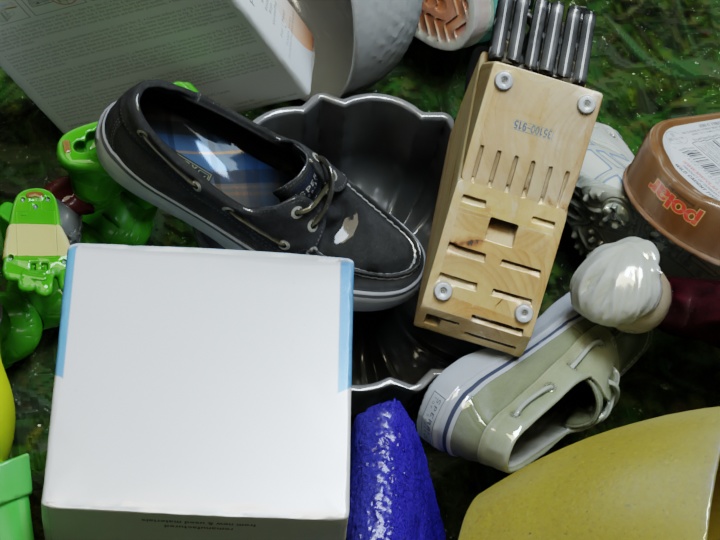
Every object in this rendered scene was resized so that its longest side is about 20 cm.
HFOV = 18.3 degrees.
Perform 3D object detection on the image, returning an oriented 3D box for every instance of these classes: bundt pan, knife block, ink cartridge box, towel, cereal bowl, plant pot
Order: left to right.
[{"bbox_3d":[-0.139,-0.153,1.269,0.161,0.200,0.050,-12,53,21],"label":"ink cartridge box"},{"bbox_3d":[-0.080,0.104,1.144,0.145,0.201,0.148,3,58,-3],"label":"ink cartridge box"},{"bbox_3d":[-0.021,-0.206,1.350,0.083,0.201,0.201,-22,63,-24],"label":"cereal bowl"},{"bbox_3d":[0.000,0.000,1.294,0.200,0.076,0.203,3,57,-5],"label":"bundt pan"},{"bbox_3d":[0.020,0.186,1.139,0.049,0.148,0.201,-1,57,3],"label":"towel"},{"bbox_3d":[0.082,-0.062,1.269,0.063,0.176,0.202,16,92,-3],"label":"knife block"},{"bbox_3d":[0.128,0.168,1.159,0.141,0.201,0.201,1,55,21],"label":"plant pot"}]

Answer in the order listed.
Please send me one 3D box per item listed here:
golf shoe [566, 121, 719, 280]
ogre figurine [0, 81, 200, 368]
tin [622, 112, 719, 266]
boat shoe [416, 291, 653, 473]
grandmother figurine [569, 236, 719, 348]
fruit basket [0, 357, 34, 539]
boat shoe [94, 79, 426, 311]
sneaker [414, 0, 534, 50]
[{"bbox_3d":[0.153,-0.051,1.351,0.199,0.079,0.097,31,50,8],"label":"golf shoe"},{"bbox_3d":[-0.164,-0.017,1.258,0.097,0.120,0.201,22,59,2],"label":"ogre figurine"},{"bbox_3d":[0.239,-0.049,1.328,0.199,0.042,0.112,-11,50,-47],"label":"tin"},{"bbox_3d":[0.111,0.065,1.248,0.062,0.072,0.199,34,38,27],"label":"boat shoe"},{"bbox_3d":[0.206,0.029,1.256,0.199,0.121,0.061,15,78,-25],"label":"grandmother figurine"},{"bbox_3d":[-0.232,0.110,1.110,0.155,0.216,0.216,-20,63,-19],"label":"fruit basket"},{"bbox_3d":[-0.046,-0.045,1.207,0.199,0.066,0.070,31,61,-9],"label":"boat shoe"},{"bbox_3d":[0.027,-0.207,1.439,0.080,0.072,0.200,-13,48,-46],"label":"sneaker"}]
